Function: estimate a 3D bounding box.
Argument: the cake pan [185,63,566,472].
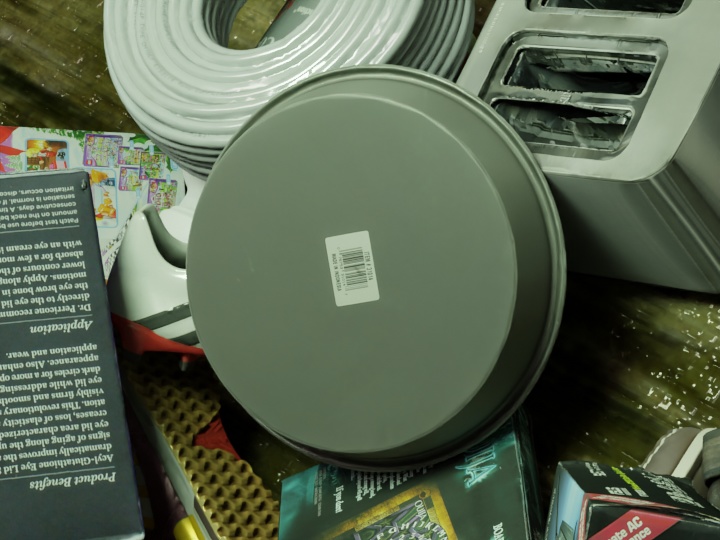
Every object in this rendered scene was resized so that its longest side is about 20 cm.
[{"bbox_3d":[0.000,0.000,1.099,0.199,0.037,0.201,1,93,22],"label":"cake pan"}]

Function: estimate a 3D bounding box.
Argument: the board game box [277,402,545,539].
[{"bbox_3d":[0.023,0.133,1.076,0.135,0.028,0.200,-24,22,11],"label":"board game box"}]

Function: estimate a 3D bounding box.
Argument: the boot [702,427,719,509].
[{"bbox_3d":[0.204,0.147,0.906,0.200,0.069,0.175,-13,65,49],"label":"boot"}]

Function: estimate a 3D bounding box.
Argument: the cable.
[{"bbox_3d":[-0.040,-0.140,1.202,0.199,0.069,0.201,-16,58,17],"label":"cable"}]

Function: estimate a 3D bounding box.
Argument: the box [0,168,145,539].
[{"bbox_3d":[-0.185,0.068,1.164,0.104,0.148,0.201,-6,73,-17],"label":"box"}]

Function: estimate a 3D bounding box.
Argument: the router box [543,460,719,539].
[{"bbox_3d":[0.096,0.182,0.897,0.062,0.150,0.201,10,90,1],"label":"router box"}]

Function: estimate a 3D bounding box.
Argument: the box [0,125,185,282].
[{"bbox_3d":[-0.169,0.000,1.329,0.136,0.039,0.201,3,49,-11],"label":"box"}]

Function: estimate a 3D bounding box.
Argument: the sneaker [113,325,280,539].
[{"bbox_3d":[-0.112,0.108,1.212,0.090,0.075,0.200,-47,54,27],"label":"sneaker"}]

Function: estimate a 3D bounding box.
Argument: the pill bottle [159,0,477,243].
[{"bbox_3d":[-0.028,-0.069,1.272,0.116,0.116,0.200,22,74,45],"label":"pill bottle"}]

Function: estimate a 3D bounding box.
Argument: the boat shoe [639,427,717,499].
[{"bbox_3d":[0.111,0.158,1.029,0.059,0.072,0.201,14,74,40],"label":"boat shoe"}]

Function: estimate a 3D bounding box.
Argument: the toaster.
[{"bbox_3d":[0.146,-0.088,1.150,0.199,0.119,0.181,10,66,42],"label":"toaster"}]

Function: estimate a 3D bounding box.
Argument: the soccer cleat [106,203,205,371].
[{"bbox_3d":[-0.034,0.017,1.178,0.199,0.086,0.069,11,20,1],"label":"soccer cleat"}]
